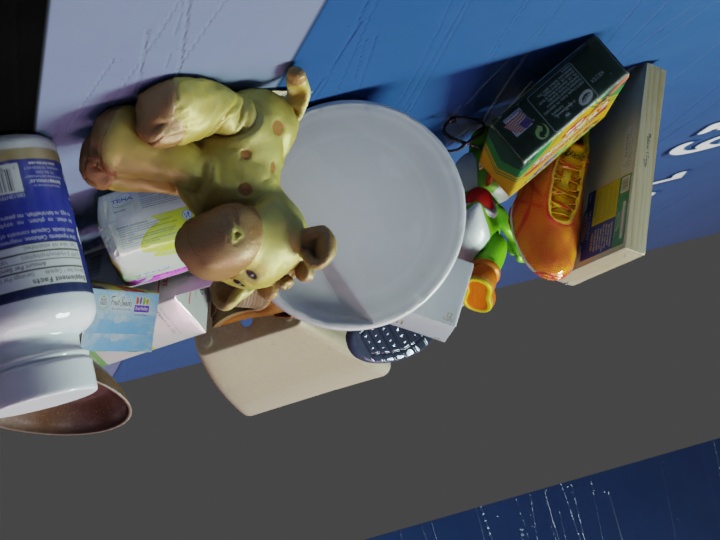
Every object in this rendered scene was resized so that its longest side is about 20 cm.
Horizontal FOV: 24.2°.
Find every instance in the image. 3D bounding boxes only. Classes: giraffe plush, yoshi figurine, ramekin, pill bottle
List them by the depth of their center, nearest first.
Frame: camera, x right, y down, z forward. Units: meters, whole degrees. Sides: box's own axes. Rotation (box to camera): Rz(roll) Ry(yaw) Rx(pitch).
[{"bbox_3d":[-0.270,0.007,1.298,0.119,0.201,0.120,-15,173,-2],"label":"pill bottle"},{"bbox_3d":[-0.106,-0.055,1.323,0.199,0.163,0.172,-12,171,-24],"label":"giraffe plush"},{"bbox_3d":[-0.012,-0.048,1.486,0.201,0.203,0.094,-15,-177,-5],"label":"ramekin"},{"bbox_3d":[0.113,-0.050,1.712,0.112,0.201,0.112,-13,137,39],"label":"yoshi figurine"}]

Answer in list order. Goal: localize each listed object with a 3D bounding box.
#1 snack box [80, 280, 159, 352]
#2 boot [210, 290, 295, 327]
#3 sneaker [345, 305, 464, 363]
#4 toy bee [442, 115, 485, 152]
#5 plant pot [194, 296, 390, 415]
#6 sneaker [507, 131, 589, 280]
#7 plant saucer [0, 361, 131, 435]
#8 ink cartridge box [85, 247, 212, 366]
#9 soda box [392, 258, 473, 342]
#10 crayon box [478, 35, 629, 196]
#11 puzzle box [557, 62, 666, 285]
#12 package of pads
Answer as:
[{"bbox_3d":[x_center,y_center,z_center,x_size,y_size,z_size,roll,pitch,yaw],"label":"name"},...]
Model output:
[{"bbox_3d":[-0.321,0.034,1.630,0.199,0.068,0.169,8,179,16],"label":"snack box"},{"bbox_3d":[-0.079,0.026,1.787,0.154,0.074,0.200,2,177,-10],"label":"boot"},{"bbox_3d":[0.055,0.033,1.827,0.200,0.074,0.082,-35,-156,-27],"label":"sneaker"},{"bbox_3d":[0.025,-0.068,1.636,0.199,0.109,0.131,-3,-142,8],"label":"toy bee"},{"bbox_3d":[-0.103,0.035,1.954,0.199,0.201,0.177,-18,160,17],"label":"plant pot"},{"bbox_3d":[0.191,-0.087,1.661,0.073,0.201,0.077,10,155,-13],"label":"sneaker"},{"bbox_3d":[-0.323,0.113,1.658,0.199,0.037,0.201,4,156,2],"label":"plant saucer"},{"bbox_3d":[-0.226,0.023,1.785,0.199,0.117,0.067,-18,134,19],"label":"ink cartridge box"},{"bbox_3d":[0.000,0.000,1.574,0.199,0.068,0.064,18,163,-1],"label":"soda box"},{"bbox_3d":[0.176,-0.137,1.567,0.127,0.051,0.200,-41,174,-4],"label":"crayon box"},{"bbox_3d":[0.248,-0.094,1.677,0.025,0.201,0.133,18,160,-21],"label":"puzzle box"},{"bbox_3d":[-0.174,-0.045,1.626,0.154,0.069,0.200,-16,172,-8],"label":"package of pads"}]
